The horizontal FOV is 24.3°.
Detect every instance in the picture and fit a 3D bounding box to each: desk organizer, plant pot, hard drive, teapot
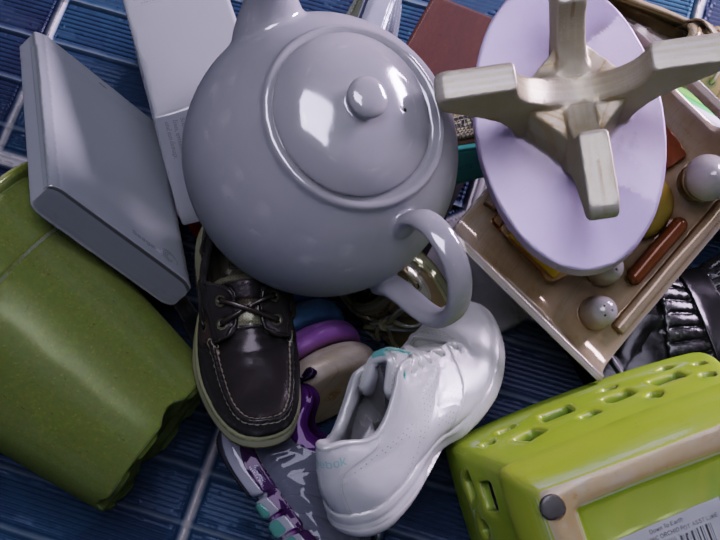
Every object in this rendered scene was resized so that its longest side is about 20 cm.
[{"bbox_3d":[0.049,-0.103,1.270,0.076,0.072,0.201,23,69,13],"label":"desk organizer"},{"bbox_3d":[-0.210,0.061,1.154,0.190,0.200,0.200,39,72,3],"label":"plant pot"},{"bbox_3d":[-0.184,-0.076,1.191,0.026,0.132,0.201,-40,36,16],"label":"hard drive"},{"bbox_3d":[0.182,0.173,1.060,0.198,0.181,0.201,-19,88,-5],"label":"plant pot"},{"bbox_3d":[-0.014,-0.081,1.065,0.198,0.146,0.199,19,70,-15],"label":"teapot"}]

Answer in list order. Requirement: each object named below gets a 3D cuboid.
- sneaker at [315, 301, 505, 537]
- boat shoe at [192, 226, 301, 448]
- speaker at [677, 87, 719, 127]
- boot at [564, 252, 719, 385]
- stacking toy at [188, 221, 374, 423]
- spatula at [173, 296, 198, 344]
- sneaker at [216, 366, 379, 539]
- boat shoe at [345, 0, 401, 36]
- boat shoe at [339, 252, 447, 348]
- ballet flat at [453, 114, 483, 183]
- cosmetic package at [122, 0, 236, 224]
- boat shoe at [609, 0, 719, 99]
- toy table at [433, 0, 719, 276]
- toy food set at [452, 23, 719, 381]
[{"bbox_3d":[0.032,0.075,1.095,0.075,0.089,0.200,4,42,33],"label":"sneaker"},{"bbox_3d":[-0.080,0.024,1.124,0.072,0.065,0.201,-7,51,-11],"label":"boat shoe"},{"bbox_3d":[0.267,-0.076,1.246,0.199,0.089,0.089,30,70,13],"label":"speaker"},{"bbox_3d":[0.212,0.008,1.212,0.157,0.079,0.212,-27,80,-3],"label":"boot"},{"bbox_3d":[-0.067,0.011,1.220,0.085,0.086,0.201,-26,65,-10],"label":"stacking toy"},{"bbox_3d":[-0.135,0.021,1.244,0.056,0.021,0.201,-36,73,0],"label":"spatula"},{"bbox_3d":[-0.012,0.167,1.124,0.087,0.074,0.201,-34,90,7],"label":"sneaker"},{"bbox_3d":[-0.020,-0.144,1.288,0.061,0.072,0.202,16,70,10],"label":"boat shoe"},{"bbox_3d":[0.001,-0.001,1.187,0.202,0.073,0.063,57,44,-15],"label":"boat shoe"},{"bbox_3d":[0.118,-0.100,1.206,0.198,0.068,0.076,-1,51,-10],"label":"ballet flat"},{"bbox_3d":[-0.123,-0.146,1.237,0.080,0.113,0.201,-14,46,-5],"label":"cosmetic package"},{"bbox_3d":[0.255,-0.157,1.292,0.198,0.065,0.072,23,69,10],"label":"boat shoe"},{"bbox_3d":[0.139,-0.109,1.074,0.182,0.117,0.202,-19,77,-2],"label":"toy table"},{"bbox_3d":[0.174,-0.047,1.140,0.143,0.060,0.200,43,81,-2],"label":"toy food set"}]
